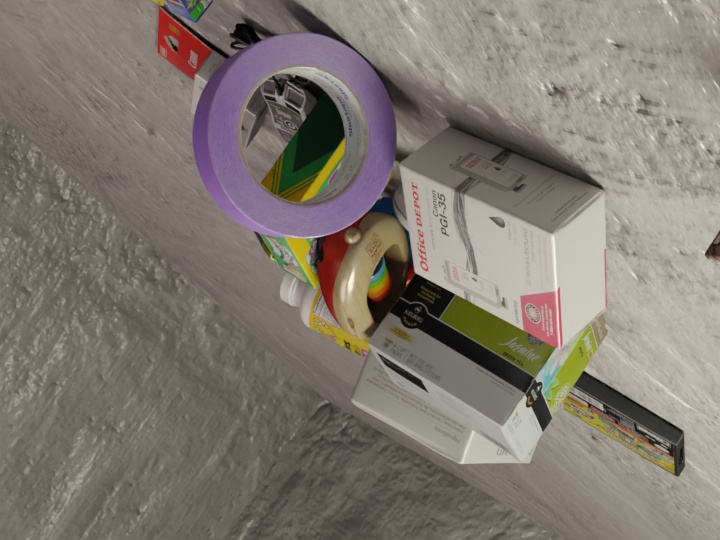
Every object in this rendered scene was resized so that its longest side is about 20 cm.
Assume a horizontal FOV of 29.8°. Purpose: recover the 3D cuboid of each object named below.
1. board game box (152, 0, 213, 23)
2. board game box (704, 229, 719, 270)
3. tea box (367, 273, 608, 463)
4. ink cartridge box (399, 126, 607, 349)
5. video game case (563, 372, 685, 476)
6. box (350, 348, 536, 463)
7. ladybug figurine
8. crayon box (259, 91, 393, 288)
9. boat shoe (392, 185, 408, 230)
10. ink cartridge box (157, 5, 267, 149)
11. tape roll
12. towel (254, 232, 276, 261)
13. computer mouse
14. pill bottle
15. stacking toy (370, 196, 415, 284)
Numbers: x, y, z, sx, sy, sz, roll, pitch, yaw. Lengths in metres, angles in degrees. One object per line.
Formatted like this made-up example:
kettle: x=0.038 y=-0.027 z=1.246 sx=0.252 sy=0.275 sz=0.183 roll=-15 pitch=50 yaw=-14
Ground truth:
board game box: x=-0.265 y=-0.356 z=1.476 sx=0.199 sy=0.035 sz=0.136 roll=31 pitch=167 yaw=27
board game box: x=0.357 y=0.000 z=0.887 sx=0.159 sy=0.097 sz=0.200 roll=39 pitch=169 yaw=-15
tea box: x=0.152 y=0.078 z=1.586 sx=0.199 sy=0.197 sz=0.134 roll=31 pitch=168 yaw=28
ink cartridge box: x=0.140 y=-0.035 z=1.328 sx=0.199 sy=0.083 sz=0.148 roll=28 pitch=141 yaw=38
video game case: x=0.373 y=0.214 z=1.936 sx=0.199 sy=0.026 sz=0.181 roll=31 pitch=168 yaw=23
box: x=0.136 y=0.142 z=1.807 sx=0.199 sy=0.173 sz=0.198 roll=27 pitch=-171 yaw=34
ladybug figurine: x=0.000 y=0.000 z=1.569 sx=0.071 sy=0.136 sz=0.201 roll=23 pitch=156 yaw=21
crayon box: x=-0.043 y=-0.092 z=1.538 sx=0.058 sy=0.173 sz=0.200 roll=31 pitch=168 yaw=18
boat shoe: x=0.111 y=-0.064 z=1.491 sx=0.199 sy=0.074 sz=0.066 roll=26 pitch=148 yaw=36
ink cartridge box: x=-0.201 y=-0.242 z=1.743 sx=0.175 sy=0.045 sz=0.200 roll=36 pitch=169 yaw=-3
tape roll: x=-0.066 y=-0.134 z=1.357 sx=0.200 sy=0.201 sz=0.066 roll=39 pitch=169 yaw=-17
towel: x=-0.069 y=-0.068 z=1.720 sx=0.200 sy=0.142 sz=0.023 roll=-117 pitch=20 yaw=-60
computer mouse: x=-0.078 y=-0.201 z=1.545 sx=0.109 sy=0.044 sz=0.200 roll=26 pitch=160 yaw=23
pill bottle: x=-0.015 y=0.054 z=1.918 sx=0.199 sy=0.105 sz=0.104 roll=28 pitch=167 yaw=22
stacking toy: x=0.086 y=-0.004 z=1.750 sx=0.199 sy=0.111 sz=0.116 roll=30 pitch=174 yaw=-41
